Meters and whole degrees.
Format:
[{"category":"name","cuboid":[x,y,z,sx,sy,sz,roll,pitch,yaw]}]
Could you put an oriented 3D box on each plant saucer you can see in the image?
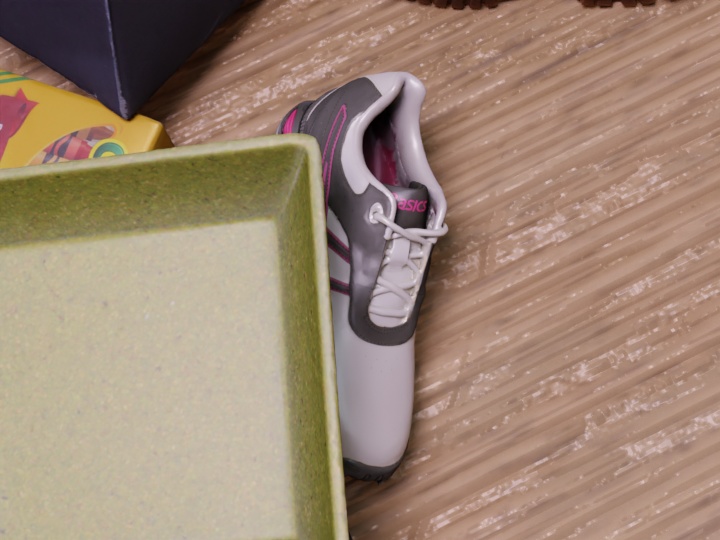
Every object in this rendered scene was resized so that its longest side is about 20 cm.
[{"category":"plant saucer","cuboid":[-0.105,0.052,0.622,0.198,0.048,0.201,-6,77,7]}]

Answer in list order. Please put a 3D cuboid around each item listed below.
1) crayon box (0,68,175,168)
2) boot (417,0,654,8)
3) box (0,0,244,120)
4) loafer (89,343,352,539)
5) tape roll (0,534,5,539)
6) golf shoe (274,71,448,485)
[{"category":"crayon box","cuboid":[-0.182,-0.034,0.739,0.199,0.051,0.128,18,75,10]},{"category":"boot","cuboid":[0.079,-0.203,0.758,0.199,0.075,0.108,1,70,-3]},{"category":"box","cuboid":[-0.139,-0.223,0.733,0.198,0.123,0.200,32,63,13]},{"category":"loafer","cuboid":[-0.072,0.088,0.672,0.070,0.068,0.201,-35,81,-16]},{"category":"tape roll","cuboid":[-0.218,0.188,0.664,0.201,0.071,0.204,-2,73,6]},{"category":"golf shoe","cuboid":[0.000,0.000,0.681,0.077,0.088,0.201,5,71,-35]}]
